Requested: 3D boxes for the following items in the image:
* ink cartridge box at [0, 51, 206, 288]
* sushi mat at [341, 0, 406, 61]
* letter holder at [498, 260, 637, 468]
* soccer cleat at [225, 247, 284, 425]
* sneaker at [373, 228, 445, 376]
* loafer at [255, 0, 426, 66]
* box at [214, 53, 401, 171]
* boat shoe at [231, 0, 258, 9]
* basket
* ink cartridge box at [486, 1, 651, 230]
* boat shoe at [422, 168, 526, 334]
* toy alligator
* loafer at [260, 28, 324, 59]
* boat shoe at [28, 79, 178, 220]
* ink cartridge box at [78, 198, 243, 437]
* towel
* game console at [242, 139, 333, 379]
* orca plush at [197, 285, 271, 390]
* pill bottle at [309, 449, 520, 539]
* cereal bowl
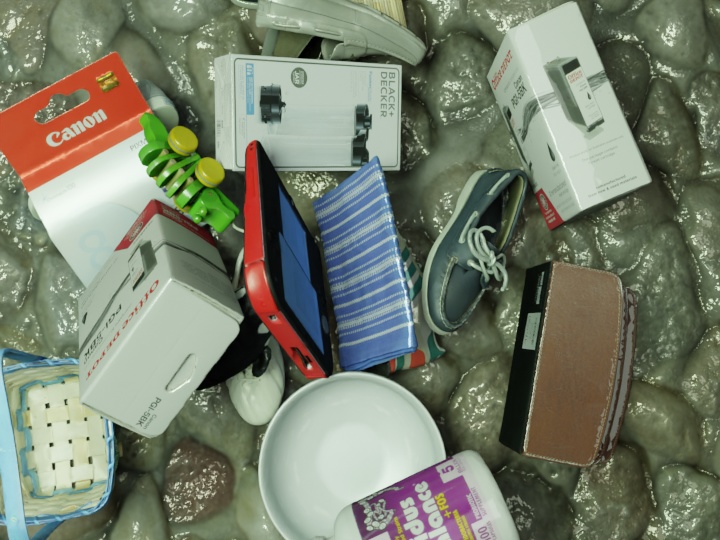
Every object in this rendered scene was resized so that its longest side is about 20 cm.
[{"bbox_3d":[-0.272,-0.100,0.809,0.158,0.047,0.202,-29,125,-5],"label":"ink cartridge box"},{"bbox_3d":[-0.002,-0.346,0.862,0.094,0.012,0.204,-19,108,-19],"label":"sushi mat"},{"bbox_3d":[0.244,0.106,0.832,0.139,0.101,0.204,11,85,-2],"label":"letter holder"},{"bbox_3d":[-0.118,0.068,0.837,0.068,0.078,0.205,0,85,-1],"label":"soccer cleat"},{"bbox_3d":[0.046,0.012,0.860,0.092,0.070,0.204,-6,83,-20],"label":"sneaker"},{"bbox_3d":[-0.020,-0.261,0.833,0.197,0.070,0.071,17,105,-21],"label":"loafer"},{"bbox_3d":[-0.053,-0.166,0.817,0.196,0.060,0.119,-3,99,-28],"label":"box"},{"bbox_3d":[-0.062,-0.344,0.884,0.195,0.062,0.077,3,83,-1],"label":"boat shoe"},{"bbox_3d":[-0.317,0.166,0.761,0.136,0.200,0.180,-9,86,-2],"label":"basket"},{"bbox_3d":[0.218,-0.160,0.831,0.082,0.147,0.203,-21,85,-1],"label":"ink cartridge box"},{"bbox_3d":[0.129,-0.024,0.829,0.075,0.061,0.202,42,63,-30],"label":"boat shoe"},{"bbox_3d":[-0.166,-0.076,0.775,0.201,0.054,0.059,50,127,-3],"label":"toy alligator"},{"bbox_3d":[-0.084,-0.204,0.860,0.068,0.075,0.204,12,84,14],"label":"loafer"},{"bbox_3d":[-0.296,-0.137,0.865,0.200,0.070,0.072,-39,63,0],"label":"boat shoe"},{"bbox_3d":[-0.204,0.039,0.754,0.082,0.200,0.148,34,99,-30],"label":"ink cartridge box"},{"bbox_3d":[0.000,0.000,0.814,0.023,0.144,0.204,-5,79,-31],"label":"towel"},{"bbox_3d":[-0.068,-0.003,0.761,0.030,0.201,0.180,-10,57,10],"label":"game console"},{"bbox_3d":[-0.164,0.077,0.790,0.198,0.071,0.107,-21,89,32],"label":"orca plush"},{"bbox_3d":[0.043,0.260,0.723,0.197,0.112,0.114,-24,86,-4],"label":"pill bottle"},{"bbox_3d":[-0.009,0.208,0.824,0.196,0.083,0.205,0,85,-2],"label":"cereal bowl"}]
